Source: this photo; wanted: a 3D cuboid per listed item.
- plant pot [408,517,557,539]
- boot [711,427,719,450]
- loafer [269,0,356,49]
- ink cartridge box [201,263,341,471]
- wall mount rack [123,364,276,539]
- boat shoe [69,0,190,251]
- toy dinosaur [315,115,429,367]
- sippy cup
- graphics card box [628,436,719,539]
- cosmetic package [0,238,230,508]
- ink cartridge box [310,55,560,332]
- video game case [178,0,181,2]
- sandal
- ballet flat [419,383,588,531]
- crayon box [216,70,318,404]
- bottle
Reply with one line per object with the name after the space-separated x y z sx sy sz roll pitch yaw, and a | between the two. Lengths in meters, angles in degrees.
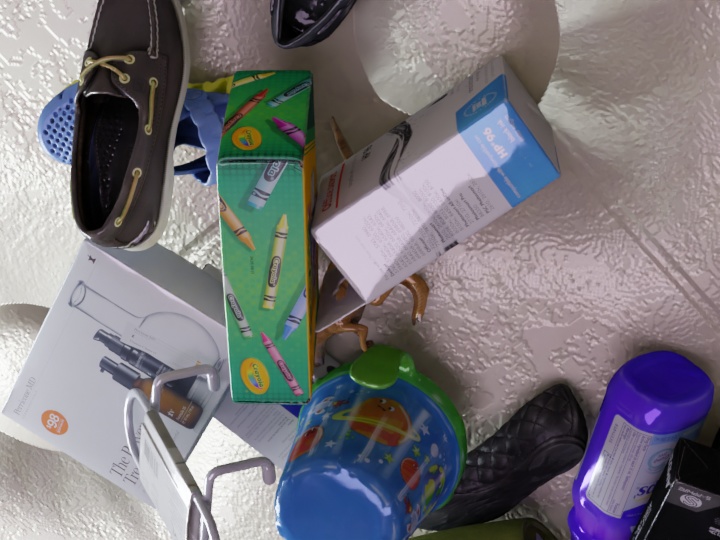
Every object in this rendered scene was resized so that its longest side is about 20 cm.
0.071 0.281 1.369 0.200 0.187 0.187 -33 105 20 | plant pot
0.326 0.203 1.287 0.162 0.073 0.199 16 129 12 | boot
-0.006 -0.232 1.147 0.068 0.070 0.201 29 124 0 | loafer
-0.074 0.092 1.377 0.200 0.039 0.099 40 123 -5 | ink cartridge box
-0.114 0.176 1.284 0.074 0.200 0.174 -9 126 -23 | wall mount rack
-0.164 -0.116 1.197 0.071 0.061 0.202 0 87 24 | boat shoe
0.000 0.000 1.281 0.106 0.060 0.201 16 115 -2 | toy dinosaur
0.000 0.154 1.282 0.139 0.130 0.178 -20 106 26 | sippy cup
0.254 0.221 1.250 0.125 0.051 0.201 19 131 4 | graphics card box
-0.178 0.074 1.351 0.150 0.052 0.200 32 124 1 | cosmetic package
0.034 -0.053 1.182 0.200 0.116 0.068 -34 106 14 | ink cartridge box
-0.166 -0.298 1.192 0.200 0.023 0.182 39 123 -7 | video game case
-0.151 -0.102 1.263 0.199 0.087 0.080 -1 121 21 | sandal
0.103 0.155 1.358 0.066 0.057 0.200 28 134 -33 | ballet flat
-0.061 -0.022 1.186 0.058 0.119 0.201 1 125 2 | crayon box
0.201 0.157 1.295 0.065 0.083 0.201 39 130 34 | bottle
